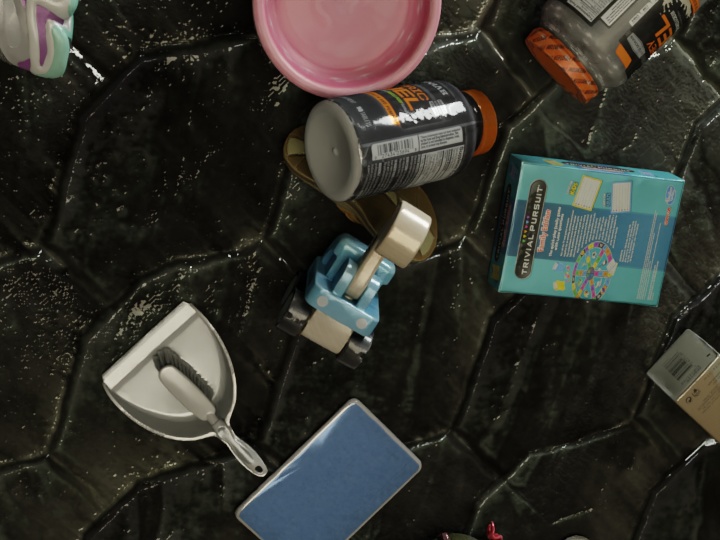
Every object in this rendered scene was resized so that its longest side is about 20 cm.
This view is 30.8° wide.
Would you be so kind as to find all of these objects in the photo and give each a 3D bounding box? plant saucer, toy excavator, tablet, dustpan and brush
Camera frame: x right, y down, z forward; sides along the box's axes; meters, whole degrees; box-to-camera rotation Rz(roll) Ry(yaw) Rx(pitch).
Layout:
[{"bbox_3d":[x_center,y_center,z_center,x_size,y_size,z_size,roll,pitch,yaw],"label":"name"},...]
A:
[{"bbox_3d":[-0.017,-0.282,1.361,0.198,0.051,0.203,-4,108,-11],"label":"plant saucer"},{"bbox_3d":[0.000,0.000,1.368,0.099,0.195,0.201,29,105,-9],"label":"toy excavator"},{"bbox_3d":[-0.037,0.258,1.539,0.200,0.014,0.130,-44,110,2],"label":"tablet"},{"bbox_3d":[-0.174,0.153,1.453,0.139,0.057,0.200,-41,110,2],"label":"dustpan and brush"}]

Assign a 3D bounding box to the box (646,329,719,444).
[{"bbox_3d":[0.449,0.171,1.574,0.200,0.095,0.078,41,96,-18],"label":"box"}]

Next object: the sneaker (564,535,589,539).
[{"bbox_3d":[0.243,0.435,1.606,0.070,0.099,0.201,22,102,-19],"label":"sneaker"}]

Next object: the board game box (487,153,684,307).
[{"bbox_3d":[0.257,-0.045,1.492,0.198,0.047,0.153,6,105,-13],"label":"board game box"}]

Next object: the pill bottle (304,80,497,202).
[{"bbox_3d":[0.048,-0.141,1.369,0.199,0.106,0.107,-15,111,-33],"label":"pill bottle"}]

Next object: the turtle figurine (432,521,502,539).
[{"bbox_3d":[0.104,0.366,1.560,0.198,0.101,0.150,-5,148,-9],"label":"turtle figurine"}]

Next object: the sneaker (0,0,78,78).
[{"bbox_3d":[-0.339,-0.297,1.274,0.139,0.078,0.202,11,103,-16],"label":"sneaker"}]

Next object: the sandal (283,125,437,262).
[{"bbox_3d":[0.000,-0.083,1.422,0.199,0.054,0.081,34,69,-4],"label":"sandal"}]

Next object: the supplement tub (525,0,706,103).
[{"bbox_3d":[0.278,-0.282,1.385,0.200,0.123,0.123,-45,110,4],"label":"supplement tub"}]
